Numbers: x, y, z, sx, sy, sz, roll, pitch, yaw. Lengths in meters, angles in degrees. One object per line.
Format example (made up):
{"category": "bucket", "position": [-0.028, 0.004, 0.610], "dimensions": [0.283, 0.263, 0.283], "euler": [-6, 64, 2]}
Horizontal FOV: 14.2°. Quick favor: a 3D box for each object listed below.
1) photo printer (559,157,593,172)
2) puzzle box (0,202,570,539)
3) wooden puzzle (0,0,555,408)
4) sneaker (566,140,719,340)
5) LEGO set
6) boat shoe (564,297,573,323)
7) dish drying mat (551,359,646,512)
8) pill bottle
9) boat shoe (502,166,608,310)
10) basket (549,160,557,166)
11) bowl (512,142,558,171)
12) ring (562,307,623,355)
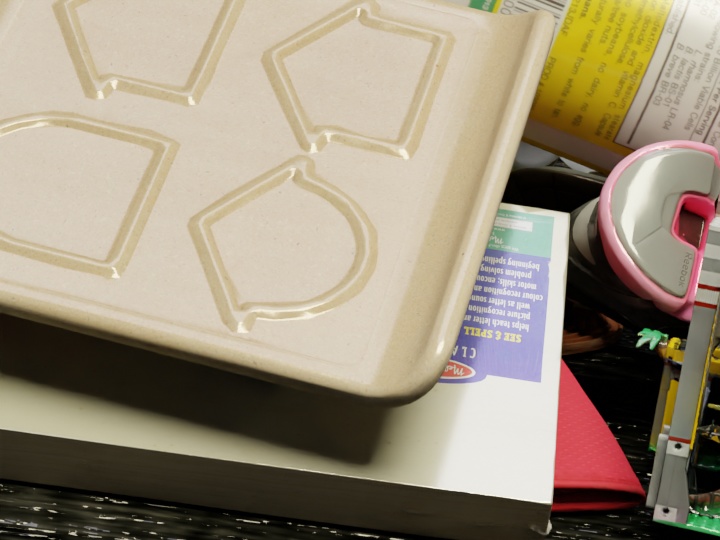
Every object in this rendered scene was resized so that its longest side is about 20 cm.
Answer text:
{"category": "photo printer", "position": [0.190, -0.043, 1.383], "dimensions": [0.166, 0.070, 0.200], "euler": [26, 0, -33]}
{"category": "puzzle box", "position": [-0.033, 0.021, 0.927], "dimensions": [0.199, 0.025, 0.133], "euler": [8, 44, 0]}
{"category": "wooden puzzle", "position": [-0.051, -0.034, 0.933], "dimensions": [0.199, 0.046, 0.186], "euler": [11, 44, 9]}
{"category": "sneaker", "position": [0.159, 0.017, 1.096], "dimensions": [0.200, 0.079, 0.095], "euler": [27, -26, -18]}
{"category": "LEGO set", "position": [0.183, 0.029, 0.953], "dimensions": [0.199, 0.116, 0.154], "euler": [13, 11, 18]}
{"category": "boat shoe", "position": [0.000, 0.000, 1.087], "dimensions": [0.199, 0.065, 0.073], "euler": [11, 3, -27]}
{"category": "dish drying mat", "position": [0.023, 0.007, 0.992], "dimensions": [0.077, 0.018, 0.200], "euler": [1, 41, -35]}
{"category": "pill bottle", "position": [0.122, -0.086, 1.115], "dimensions": [0.199, 0.113, 0.113], "euler": [21, 11, -2]}
{"category": "boat shoe", "position": [0.150, -0.001, 1.189], "dimensions": [0.200, 0.074, 0.066], "euler": [23, 19, 22]}
{"category": "basket", "position": [0.020, -0.110, 1.567], "dimensions": [0.180, 0.137, 0.200], "euler": [-3, 18, -29]}
{"category": "bowl", "position": [0.039, -0.095, 1.233], "dimensions": [0.107, 0.201, 0.200], "euler": [22, 17, 34]}
{"category": "ring", "position": [0.016, 0.005, 1.247], "dimensions": [0.200, 0.019, 0.200], "euler": [8, 11, -2]}
